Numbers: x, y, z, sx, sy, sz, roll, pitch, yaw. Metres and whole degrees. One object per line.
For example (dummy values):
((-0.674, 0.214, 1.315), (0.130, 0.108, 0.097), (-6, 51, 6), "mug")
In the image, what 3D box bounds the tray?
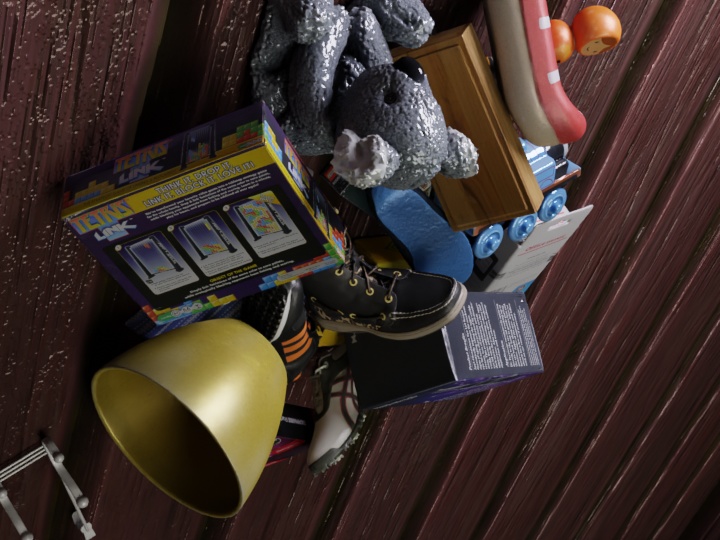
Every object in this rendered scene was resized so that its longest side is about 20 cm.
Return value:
((0.103, -0.140, 1.224), (0.201, 0.098, 0.037), (63, 35, -23), "tray")

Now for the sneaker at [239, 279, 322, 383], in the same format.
((-0.080, 0.059, 1.323), (0.089, 0.070, 0.201), (-15, 146, -29), "sneaker")

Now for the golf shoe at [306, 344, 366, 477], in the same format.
((-0.034, 0.155, 1.462), (0.077, 0.088, 0.201), (-40, -161, 50), "golf shoe")

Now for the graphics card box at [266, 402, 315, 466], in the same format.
((-0.145, 0.195, 1.431), (0.125, 0.051, 0.199), (-23, 156, 23), "graphics card box")

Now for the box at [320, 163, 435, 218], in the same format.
((0.055, -0.116, 1.350), (0.137, 0.038, 0.200), (-49, 149, 7), "box")

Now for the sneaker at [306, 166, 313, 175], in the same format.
((-0.134, -0.056, 1.168), (0.201, 0.113, 0.073), (-55, -166, 40), "sneaker")

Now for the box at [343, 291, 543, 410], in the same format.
((0.100, 0.094, 1.438), (0.147, 0.106, 0.199), (-22, 166, 38), "box")

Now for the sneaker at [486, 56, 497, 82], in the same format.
((0.152, -0.201, 1.331), (0.078, 0.078, 0.200), (-18, -172, 38), "sneaker")

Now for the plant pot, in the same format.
((-0.157, 0.133, 1.250), (0.142, 0.199, 0.201), (-46, 156, -36), "plant pot")

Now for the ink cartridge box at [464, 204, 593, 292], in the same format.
((0.199, -0.035, 1.554), (0.115, 0.067, 0.201), (-19, 154, -36), "ink cartridge box")

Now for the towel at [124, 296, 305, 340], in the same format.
((-0.152, 0.041, 1.315), (0.145, 0.024, 0.200), (-44, 148, 2), "towel")

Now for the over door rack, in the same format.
((-0.365, 0.281, 1.301), (0.147, 0.067, 0.201), (-30, 147, -21), "over door rack")

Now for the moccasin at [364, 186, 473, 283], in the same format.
((0.066, -0.054, 1.306), (0.080, 0.068, 0.200), (-33, 137, 2), "moccasin")

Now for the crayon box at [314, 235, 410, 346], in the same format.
((0.027, 0.020, 1.470), (0.199, 0.051, 0.128), (-7, 134, -47), "crayon box")

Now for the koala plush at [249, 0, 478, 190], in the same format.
((0.009, -0.145, 1.099), (0.176, 0.200, 0.185), (-8, 135, -46), "koala plush")

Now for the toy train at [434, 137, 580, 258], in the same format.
((0.171, -0.096, 1.398), (0.199, 0.087, 0.115), (-28, 140, -28), "toy train")

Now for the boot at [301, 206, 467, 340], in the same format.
((0.000, 0.000, 1.274), (0.151, 0.198, 0.074), (52, 53, -38), "boot")

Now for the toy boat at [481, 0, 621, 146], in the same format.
((0.199, -0.229, 1.217), (0.129, 0.131, 0.202), (-12, 105, 5), "toy boat")

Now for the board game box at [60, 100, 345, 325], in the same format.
((-0.136, -0.045, 1.068), (0.198, 0.057, 0.166), (-18, 135, 15), "board game box")
